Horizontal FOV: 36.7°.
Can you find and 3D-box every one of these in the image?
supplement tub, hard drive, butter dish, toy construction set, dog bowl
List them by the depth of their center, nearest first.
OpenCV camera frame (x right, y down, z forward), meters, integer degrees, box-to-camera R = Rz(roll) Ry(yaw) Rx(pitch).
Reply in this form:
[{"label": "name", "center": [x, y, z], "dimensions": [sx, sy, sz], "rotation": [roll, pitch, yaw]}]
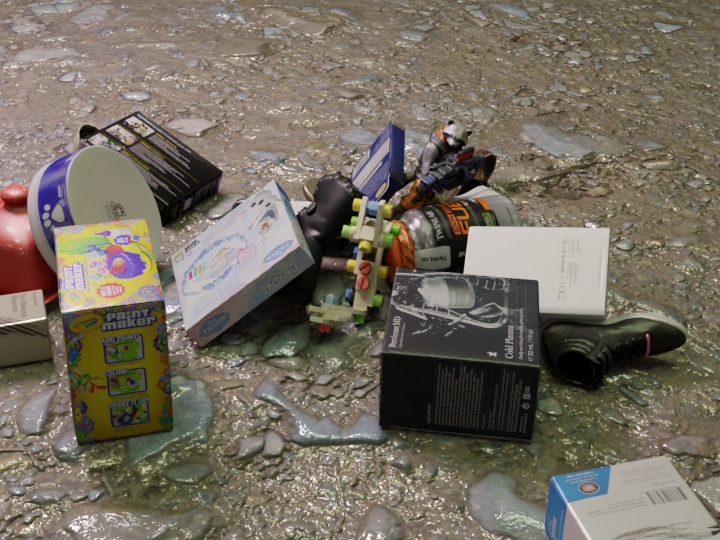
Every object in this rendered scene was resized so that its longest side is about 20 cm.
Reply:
[{"label": "hard drive", "center": [0.243, 0.002, 1.508], "dimensions": [0.198, 0.026, 0.133], "rotation": [1, 65, 18]}, {"label": "toy construction set", "center": [0.000, 0.000, 1.522], "dimensions": [0.091, 0.202, 0.131], "rotation": [25, 0, 8]}, {"label": "dog bowl", "center": [-0.381, -0.075, 1.572], "dimensions": [0.078, 0.201, 0.201], "rotation": [-19, 22, 27]}, {"label": "butter dish", "center": [-0.498, -0.055, 1.591], "dimensions": [0.198, 0.149, 0.200], "rotation": [17, 34, 21]}, {"label": "supplement tub", "center": [0.135, -0.040, 1.628], "dimensions": [0.198, 0.124, 0.123], "rotation": [-11, 34, -20]}]

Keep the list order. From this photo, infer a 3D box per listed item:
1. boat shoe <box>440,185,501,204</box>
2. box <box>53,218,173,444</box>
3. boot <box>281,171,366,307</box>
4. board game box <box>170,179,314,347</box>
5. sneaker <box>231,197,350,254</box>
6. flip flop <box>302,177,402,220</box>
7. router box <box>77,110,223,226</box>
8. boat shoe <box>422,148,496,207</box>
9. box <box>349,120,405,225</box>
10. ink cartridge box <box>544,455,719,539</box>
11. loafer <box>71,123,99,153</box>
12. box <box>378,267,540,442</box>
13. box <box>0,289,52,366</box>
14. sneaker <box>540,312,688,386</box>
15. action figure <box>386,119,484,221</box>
[{"label": "boat shoe", "center": [0.178, -0.080, 1.751], "dimensions": [0.069, 0.072, 0.199], "rotation": [23, 32, 31]}, {"label": "box", "center": [-0.311, 0.072, 1.356], "dimensions": [0.121, 0.194, 0.201], "rotation": [-7, 33, -14]}, {"label": "boot", "center": [-0.061, -0.054, 1.579], "dimensions": [0.076, 0.168, 0.200], "rotation": [36, 13, -18]}, {"label": "board game box", "center": [-0.173, -0.014, 1.546], "dimensions": [0.199, 0.043, 0.200], "rotation": [-36, 33, 8]}, {"label": "sneaker", "center": [-0.108, -0.077, 1.731], "dimensions": [0.198, 0.074, 0.080], "rotation": [14, 29, 3]}, {"label": "flip flop", "center": [-0.009, -0.121, 1.810], "dimensions": [0.199, 0.058, 0.081], "rotation": [25, 38, 32]}, {"label": "router box", "center": [-0.354, -0.175, 1.828], "dimensions": [0.199, 0.051, 0.149], "rotation": [36, 41, 13]}, {"label": "boat shoe", "center": [0.181, -0.144, 1.849], "dimensions": [0.070, 0.071, 0.200], "rotation": [16, 42, 36]}, {"label": "box", "center": [0.024, -0.137, 1.703], "dimensions": [0.032, 0.121, 0.201], "rotation": [30, 34, -17]}, {"label": "ink cartridge box", "center": [0.298, 0.298, 1.130], "dimensions": [0.143, 0.085, 0.200], "rotation": [-7, 32, -13]}, {"label": "loafer", "center": [-0.456, -0.196, 1.894], "dimensions": [0.075, 0.069, 0.200], "rotation": [-19, 38, -31]}, {"label": "box", "center": [0.130, 0.104, 1.399], "dimensions": [0.194, 0.125, 0.201], "rotation": [4, 32, 6]}, {"label": "box", "center": [-0.515, 0.086, 1.437], "dimensions": [0.198, 0.069, 0.082], "rotation": [-10, 34, -18]}, {"label": "sneaker", "center": [0.342, 0.112, 1.453], "dimensions": [0.198, 0.071, 0.100], "rotation": [-1, 33, 7]}, {"label": "action figure", "center": [0.099, -0.152, 1.680], "dimensions": [0.105, 0.194, 0.200], "rotation": [44, 26, 14]}]
